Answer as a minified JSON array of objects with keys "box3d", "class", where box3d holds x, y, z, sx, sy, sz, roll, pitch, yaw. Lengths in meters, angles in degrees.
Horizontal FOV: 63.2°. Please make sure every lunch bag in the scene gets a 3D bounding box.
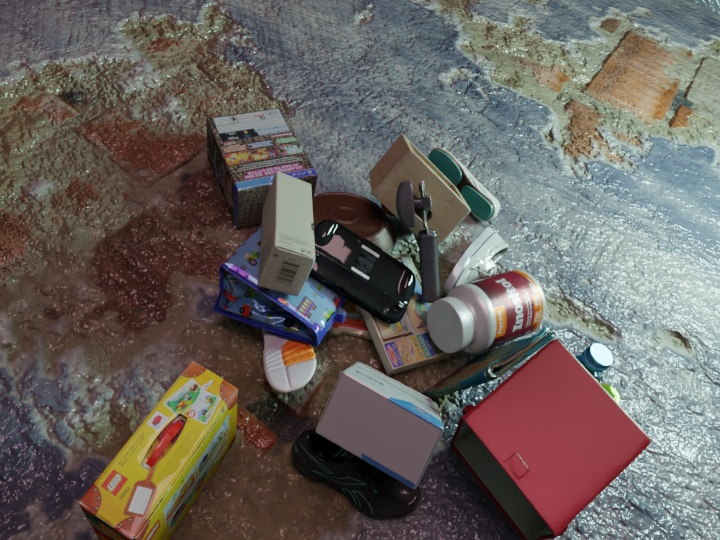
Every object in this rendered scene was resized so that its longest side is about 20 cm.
[{"box3d":[-0.110,0.030,0.940,0.195,0.096,0.151,23,35,7],"class":"lunch bag"}]

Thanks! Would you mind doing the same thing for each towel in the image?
[{"box3d":[0.186,0.144,0.886,0.144,0.200,0.022,-26,82,-30],"class":"towel"}]

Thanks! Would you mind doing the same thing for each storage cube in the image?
[{"box3d":[0.250,0.238,0.812,0.178,0.172,0.201,-34,65,-14],"class":"storage cube"}]

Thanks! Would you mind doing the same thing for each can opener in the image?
[{"box3d":[0.096,-0.048,0.982,0.065,0.207,0.053,-3,11,5],"class":"can opener"}]

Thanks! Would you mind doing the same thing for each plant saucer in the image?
[{"box3d":[-0.029,-0.088,1.050,0.193,0.035,0.203,7,36,-5],"class":"plant saucer"}]

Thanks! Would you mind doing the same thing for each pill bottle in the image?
[{"box3d":[0.211,0.072,0.982,0.196,0.114,0.114,-13,55,-34],"class":"pill bottle"}]

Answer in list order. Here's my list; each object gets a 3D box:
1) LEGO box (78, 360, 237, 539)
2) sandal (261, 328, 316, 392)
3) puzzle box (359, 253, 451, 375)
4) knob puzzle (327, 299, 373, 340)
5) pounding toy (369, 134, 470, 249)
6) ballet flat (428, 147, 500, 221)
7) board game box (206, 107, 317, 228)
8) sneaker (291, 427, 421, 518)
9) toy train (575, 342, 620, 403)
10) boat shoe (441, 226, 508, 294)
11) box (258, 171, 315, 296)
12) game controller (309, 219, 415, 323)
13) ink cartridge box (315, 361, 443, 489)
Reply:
[{"box3d":[-0.239,0.244,0.729,0.076,0.151,0.202,26,50,9],"class":"LEGO box"},{"box3d":[-0.116,0.128,0.915,0.077,0.061,0.208,-4,32,-13],"class":"sandal"},{"box3d":[0.065,0.068,0.998,0.130,0.026,0.204,-10,63,-29],"class":"puzzle box"},{"box3d":[-0.029,0.024,1.032,0.212,0.031,0.225,7,52,-8],"class":"knob puzzle"},{"box3d":[0.107,-0.113,1.076,0.199,0.142,0.185,41,16,-15],"class":"pounding toy"},{"box3d":[0.221,-0.183,1.243,0.069,0.070,0.201,-29,68,-31],"class":"ballet flat"},{"box3d":[-0.193,-0.202,1.124,0.155,0.098,0.203,-14,57,-23],"class":"board game box"},{"box3d":[-0.005,0.278,0.808,0.195,0.080,0.077,22,50,2],"class":"sneaker"},{"box3d":[0.367,0.225,0.917,0.082,0.117,0.204,7,51,-7],"class":"toy train"},{"box3d":[0.228,-0.002,1.096,0.085,0.076,0.201,37,43,13],"class":"boat shoe"},{"box3d":[-0.116,-0.061,0.918,0.067,0.083,0.203,16,38,-19],"class":"box"},{"box3d":[0.000,0.000,0.958,0.197,0.042,0.106,32,57,-9],"class":"game controller"},{"box3d":[0.031,0.200,0.797,0.142,0.200,0.086,26,88,7],"class":"ink cartridge box"}]
